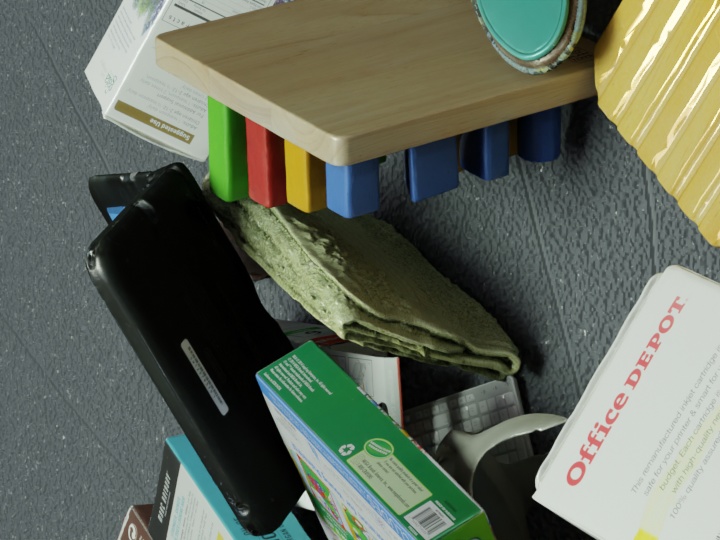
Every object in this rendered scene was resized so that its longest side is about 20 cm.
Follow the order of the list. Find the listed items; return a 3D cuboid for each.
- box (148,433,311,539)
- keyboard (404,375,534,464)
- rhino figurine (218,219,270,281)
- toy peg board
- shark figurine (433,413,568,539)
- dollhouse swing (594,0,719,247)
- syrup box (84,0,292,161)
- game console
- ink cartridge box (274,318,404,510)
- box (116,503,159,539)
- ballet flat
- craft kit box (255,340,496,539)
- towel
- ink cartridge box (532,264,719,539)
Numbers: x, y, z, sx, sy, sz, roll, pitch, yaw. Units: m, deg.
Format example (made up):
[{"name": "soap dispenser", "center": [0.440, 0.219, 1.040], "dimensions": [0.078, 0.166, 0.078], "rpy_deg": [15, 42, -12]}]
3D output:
[{"name": "box", "center": [-0.064, 0.192, 1.738], "dimensions": [0.200, 0.049, 0.083], "rpy_deg": [51, 140, 41]}, {"name": "keyboard", "center": [0.041, 0.112, 1.723], "dimensions": [0.200, 0.011, 0.057], "rpy_deg": [-23, 72, 53]}, {"name": "rhino figurine", "center": [-0.059, -0.087, 1.817], "dimensions": [0.087, 0.060, 0.201], "rpy_deg": [19, 99, 58]}, {"name": "toy peg board", "center": [0.016, -0.084, 1.610], "dimensions": [0.199, 0.199, 0.098], "rpy_deg": [31, 131, 49]}, {"name": "shark figurine", "center": [0.082, 0.121, 1.589], "dimensions": [0.128, 0.089, 0.215], "rpy_deg": [56, 167, 37]}, {"name": "dollhouse swing", "center": [0.164, -0.135, 1.423], "dimensions": [0.176, 0.181, 0.200], "rpy_deg": [-48, 51, 18]}, {"name": "syrup box", "center": [-0.093, -0.180, 1.790], "dimensions": [0.201, 0.081, 0.079], "rpy_deg": [-60, 24, 15]}, {"name": "game console", "center": [-0.110, 0.048, 1.665], "dimensions": [0.116, 0.176, 0.201], "rpy_deg": [-21, 108, 32]}, {"name": "ink cartridge box", "center": [-0.017, 0.093, 1.751], "dimensions": [0.199, 0.050, 0.110], "rpy_deg": [6, 102, 52]}, {"name": "box", "center": [-0.076, 0.238, 1.815], "dimensions": [0.200, 0.100, 0.075], "rpy_deg": [50, 130, 42]}, {"name": "ballet flat", "center": [0.093, -0.178, 1.595], "dimensions": [0.074, 0.074, 0.201], "rpy_deg": [-58, 39, 38]}, {"name": "craft kit box", "center": [0.031, 0.164, 1.563], "dimensions": [0.200, 0.048, 0.198], "rpy_deg": [43, 157, 50]}, {"name": "towel", "center": [0.000, 0.000, 1.665], "dimensions": [0.200, 0.148, 0.037], "rpy_deg": [43, 109, 49]}, {"name": "ink cartridge box", "center": [0.202, 0.100, 1.390], "dimensions": [0.200, 0.083, 0.146], "rpy_deg": [28, 86, 50]}]
